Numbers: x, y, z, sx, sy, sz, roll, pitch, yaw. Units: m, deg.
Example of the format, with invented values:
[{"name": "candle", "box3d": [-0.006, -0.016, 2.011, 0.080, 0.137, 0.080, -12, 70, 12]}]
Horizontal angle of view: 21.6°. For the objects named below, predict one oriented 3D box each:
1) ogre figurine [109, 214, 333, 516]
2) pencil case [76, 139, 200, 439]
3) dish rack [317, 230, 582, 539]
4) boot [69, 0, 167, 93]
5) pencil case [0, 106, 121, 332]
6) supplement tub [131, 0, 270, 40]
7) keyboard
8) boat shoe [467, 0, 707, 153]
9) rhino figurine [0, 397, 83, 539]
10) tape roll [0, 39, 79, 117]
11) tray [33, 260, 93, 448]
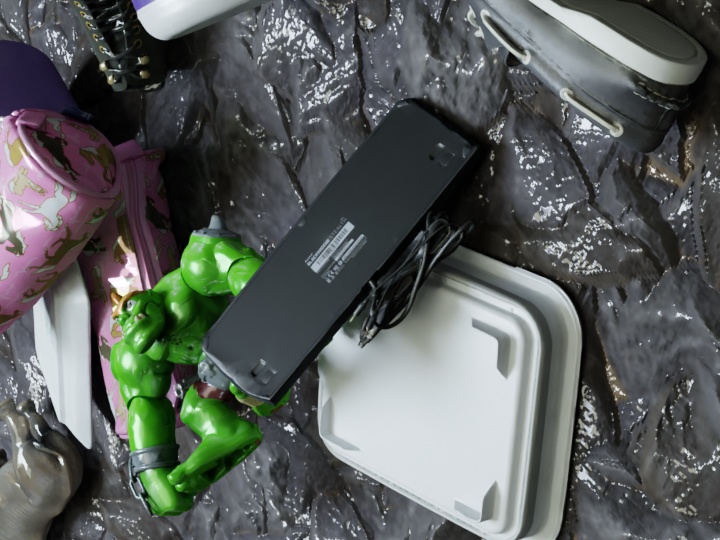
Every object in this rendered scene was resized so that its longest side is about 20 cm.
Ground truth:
[{"name": "ogre figurine", "box3d": [-0.100, 0.056, 1.204, 0.120, 0.098, 0.200, 55, 143, 26]}, {"name": "pencil case", "box3d": [-0.153, 0.014, 1.309, 0.086, 0.083, 0.201, -14, 89, 25]}, {"name": "dish rack", "box3d": [0.041, 0.068, 1.135, 0.200, 0.043, 0.172, 24, 118, 43]}, {"name": "boot", "box3d": [-0.163, -0.174, 1.214, 0.077, 0.200, 0.139, -8, 100, 12]}, {"name": "pencil case", "box3d": [-0.242, -0.021, 1.256, 0.200, 0.083, 0.087, -46, 52, 31]}, {"name": "supplement tub", "box3d": [-0.095, -0.251, 1.100, 0.145, 0.145, 0.201, -15, 100, 49]}, {"name": "keyboard", "box3d": [0.000, 0.000, 1.109, 0.200, 0.040, 0.104, -50, 49, 2]}, {"name": "boat shoe", "box3d": [0.093, -0.134, 1.003, 0.200, 0.074, 0.060, 37, 121, 26]}, {"name": "rhino figurine", "box3d": [-0.278, 0.183, 1.511, 0.087, 0.060, 0.200, 49, 136, 14]}, {"name": "tape roll", "box3d": [-0.287, -0.067, 1.346, 0.085, 0.200, 0.200, 57, 135, 21]}, {"name": "tray", "box3d": [-0.219, 0.039, 1.369, 0.200, 0.022, 0.108, 100, 151, -53]}]
